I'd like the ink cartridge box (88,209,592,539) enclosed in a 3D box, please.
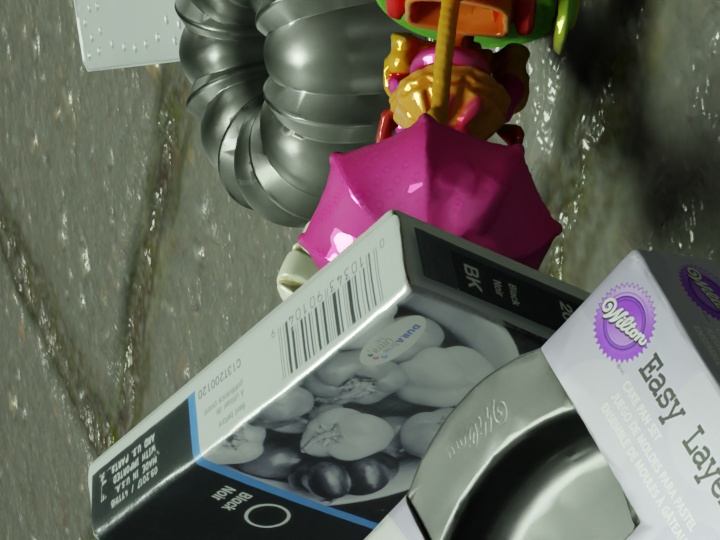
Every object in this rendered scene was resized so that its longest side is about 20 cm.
[{"bbox_3d":[0.030,0.071,0.847,0.198,0.199,0.044,-40,43,37],"label":"ink cartridge box"}]

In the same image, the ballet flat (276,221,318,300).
[{"bbox_3d":[0.000,0.000,1.095,0.200,0.071,0.070,123,165,-55],"label":"ballet flat"}]

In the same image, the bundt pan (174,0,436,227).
[{"bbox_3d":[-0.037,-0.112,1.134,0.202,0.075,0.204,38,133,55],"label":"bundt pan"}]

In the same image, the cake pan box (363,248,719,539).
[{"bbox_3d":[0.089,0.121,0.722,0.184,0.052,0.201,-47,52,28],"label":"cake pan box"}]

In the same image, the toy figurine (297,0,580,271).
[{"bbox_3d":[0.030,-0.056,0.870,0.200,0.149,0.186,90,-171,-70],"label":"toy figurine"}]

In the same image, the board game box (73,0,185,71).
[{"bbox_3d":[-0.142,-0.228,1.369,0.200,0.026,0.202,6,104,64],"label":"board game box"}]
